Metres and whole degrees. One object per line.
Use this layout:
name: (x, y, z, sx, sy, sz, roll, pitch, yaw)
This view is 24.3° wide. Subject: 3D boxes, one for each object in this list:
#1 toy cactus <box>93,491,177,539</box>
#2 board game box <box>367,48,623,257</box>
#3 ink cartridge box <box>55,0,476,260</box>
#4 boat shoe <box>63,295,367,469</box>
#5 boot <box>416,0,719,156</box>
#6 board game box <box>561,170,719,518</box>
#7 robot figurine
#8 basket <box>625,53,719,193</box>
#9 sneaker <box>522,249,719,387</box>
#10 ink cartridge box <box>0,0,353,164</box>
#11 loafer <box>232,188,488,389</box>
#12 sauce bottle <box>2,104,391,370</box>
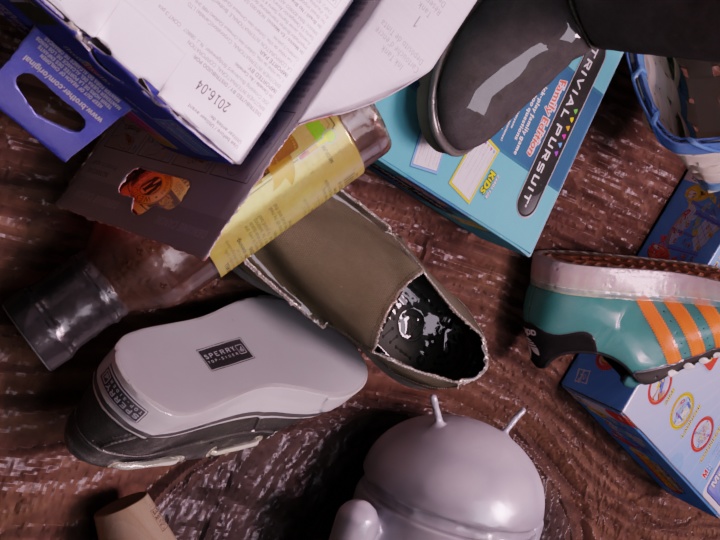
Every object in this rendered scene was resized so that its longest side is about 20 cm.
toy cactus: (-0.089, 0.196, 0.875, 0.166, 0.102, 0.200, 69, 23, -7)
board game box: (0.060, -0.113, 0.942, 0.200, 0.047, 0.152, 29, 86, -49)
ink cartridge box: (-0.037, -0.089, 0.765, 0.050, 0.161, 0.201, 38, 79, -32)
boat shoe: (-0.074, 0.061, 0.876, 0.064, 0.071, 0.200, -47, 156, 28)
boot: (0.142, -0.119, 0.839, 0.182, 0.200, 0.073, -58, 137, -11)
board game box: (0.254, 0.050, 1.212, 0.201, 0.056, 0.196, -57, 137, -10)
robot figurine: (0.044, 0.173, 1.005, 0.169, 0.113, 0.201, 7, 103, -45)
basket: (0.227, -0.144, 0.999, 0.200, 0.138, 0.177, 67, 17, -59)
sneaker: (0.200, 0.037, 1.089, 0.199, 0.071, 0.080, 7, 101, -10)
ink cartridge box: (-0.075, -0.138, 0.690, 0.136, 0.076, 0.200, 40, 76, -31)
loafer: (0.000, 0.000, 0.889, 0.200, 0.070, 0.075, 35, 80, -29)
sauce bottle: (-0.079, -0.026, 0.803, 0.200, 0.065, 0.065, -38, 133, -10)
